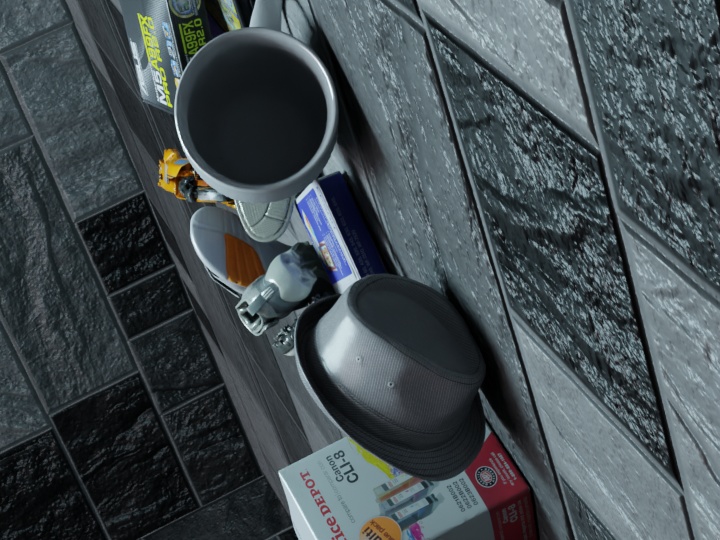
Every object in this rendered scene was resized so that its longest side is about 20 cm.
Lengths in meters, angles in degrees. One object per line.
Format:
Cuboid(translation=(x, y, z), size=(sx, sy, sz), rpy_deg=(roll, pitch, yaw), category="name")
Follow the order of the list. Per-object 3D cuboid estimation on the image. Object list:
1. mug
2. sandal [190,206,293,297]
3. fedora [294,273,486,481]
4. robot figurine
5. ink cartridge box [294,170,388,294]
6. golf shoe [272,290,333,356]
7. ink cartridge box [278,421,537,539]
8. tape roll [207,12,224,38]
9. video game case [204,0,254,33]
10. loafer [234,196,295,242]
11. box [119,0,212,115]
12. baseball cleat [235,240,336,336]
Cuboid(translation=(-0.091, -0.161, 1.646), size=(0.175, 0.146, 0.202), rpy_deg=(99, 175, -85), category="mug")
Cuboid(translation=(-0.123, -0.002, 1.972), size=(0.206, 0.059, 0.080), rpy_deg=(27, -123, -40), category="sandal")
Cuboid(translation=(0.041, 0.077, 1.544), size=(0.200, 0.177, 0.091), rpy_deg=(42, 130, 12), category="fedora")
Cuboid(translation=(-0.149, -0.106, 2.003), size=(0.200, 0.144, 0.059), rpy_deg=(15, 107, 60), category="robot figurine")
Cuboid(translation=(0.000, 0.000, 1.793), size=(0.199, 0.047, 0.200), rpy_deg=(66, 169, 0), category="ink cartridge box")
Cuboid(translation=(-0.023, 0.076, 1.909), size=(0.095, 0.078, 0.200), rpy_deg=(49, -160, 11), category="golf shoe")
Cuboid(translation=(0.045, 0.235, 1.674), size=(0.146, 0.199, 0.145), rpy_deg=(56, 168, 36), category="ink cartridge box")
Cuboid(translation=(-0.183, -0.249, 2.068), size=(0.201, 0.065, 0.200), rpy_deg=(60, 169, 20), category="tape roll")
Cuboid(translation=(-0.159, -0.331, 1.853), size=(0.200, 0.025, 0.181), rpy_deg=(52, 164, 48), category="video game case")
Cuboid(translation=(-0.103, -0.131, 1.896), size=(0.063, 0.071, 0.202), rpy_deg=(-14, -84, -83), category="loafer")
Cuboid(translation=(-0.211, -0.270, 1.914), size=(0.160, 0.044, 0.201), rpy_deg=(28, 133, 58), category="box")
Cuboid(translation=(-0.082, 0.019, 1.918), size=(0.070, 0.106, 0.200), rpy_deg=(52, -169, 10), category="baseball cleat")
